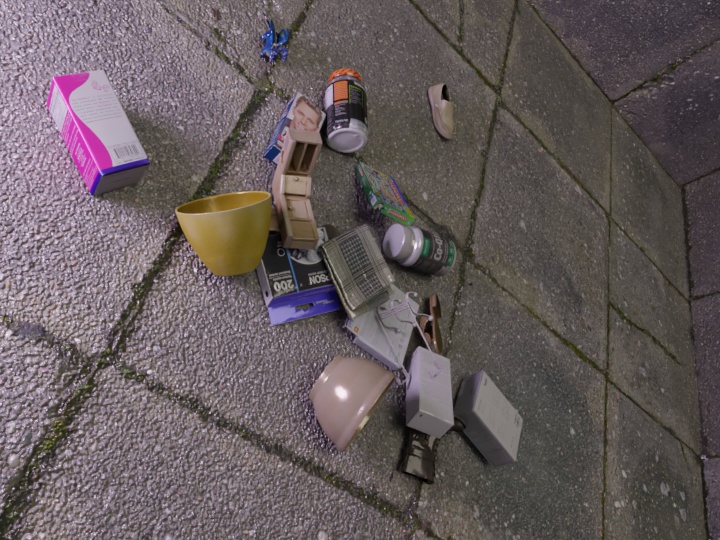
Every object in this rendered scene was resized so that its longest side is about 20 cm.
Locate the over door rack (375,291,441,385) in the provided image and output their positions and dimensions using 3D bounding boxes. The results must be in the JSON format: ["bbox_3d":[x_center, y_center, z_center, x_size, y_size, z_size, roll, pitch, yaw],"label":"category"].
[{"bbox_3d":[0.121,0.165,1.310,0.065,0.147,0.205,-13,80,-34],"label":"over door rack"}]

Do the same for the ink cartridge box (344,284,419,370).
[{"bbox_3d":[0.052,0.121,1.394,0.199,0.040,0.203,38,53,-21],"label":"ink cartridge box"}]

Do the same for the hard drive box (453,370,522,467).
[{"bbox_3d":[0.355,0.409,1.489,0.201,0.076,0.157,51,39,-12],"label":"hard drive box"}]

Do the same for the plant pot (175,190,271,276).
[{"bbox_3d":[-0.273,-0.074,1.126,0.198,0.197,0.146,-25,116,-42],"label":"plant pot"}]

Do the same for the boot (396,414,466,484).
[{"bbox_3d":[0.180,0.446,1.359,0.196,0.069,0.178,18,62,-21],"label":"boot"}]

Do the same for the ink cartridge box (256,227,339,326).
[{"bbox_3d":[-0.144,0.009,1.266,0.194,0.043,0.205,-12,81,-36],"label":"ink cartridge box"}]

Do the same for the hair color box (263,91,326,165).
[{"bbox_3d":[-0.167,-0.352,1.390,0.099,0.060,0.204,33,54,-25],"label":"hair color box"}]

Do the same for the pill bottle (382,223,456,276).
[{"bbox_3d":[0.166,-0.058,1.512,0.196,0.112,0.116,15,63,-34],"label":"pill bottle"}]

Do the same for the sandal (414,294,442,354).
[{"bbox_3d":[0.184,0.154,1.482,0.214,0.068,0.079,-80,151,-51],"label":"sandal"}]

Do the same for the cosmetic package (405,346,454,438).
[{"bbox_3d":[0.172,0.301,1.347,0.099,0.072,0.202,24,37,-13],"label":"cosmetic package"}]

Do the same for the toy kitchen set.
[{"bbox_3d":[-0.172,-0.184,1.214,0.159,0.182,0.204,2,52,-25],"label":"toy kitchen set"}]

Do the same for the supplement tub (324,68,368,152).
[{"bbox_3d":[-0.040,-0.444,1.490,0.120,0.122,0.206,13,65,-34],"label":"supplement tub"}]

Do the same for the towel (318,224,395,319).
[{"bbox_3d":[0.000,0.000,1.335,0.191,0.034,0.204,-27,93,-48],"label":"towel"}]

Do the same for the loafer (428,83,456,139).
[{"bbox_3d":[0.286,-0.548,1.836,0.074,0.068,0.205,-8,78,-40],"label":"loafer"}]

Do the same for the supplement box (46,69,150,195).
[{"bbox_3d":[-0.510,-0.267,1.045,0.100,0.102,0.204,-27,91,-41],"label":"supplement box"}]

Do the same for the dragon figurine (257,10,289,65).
[{"bbox_3d":[-0.225,-0.616,1.420,0.058,0.099,0.206,14,64,-34],"label":"dragon figurine"}]

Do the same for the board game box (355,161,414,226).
[{"bbox_3d":[0.065,-0.214,1.486,0.132,0.029,0.202,21,31,-32],"label":"board game box"}]

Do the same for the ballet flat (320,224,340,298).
[{"bbox_3d":[-0.058,-0.017,1.358,0.046,0.066,0.205,42,28,-79],"label":"ballet flat"}]

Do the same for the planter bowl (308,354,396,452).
[{"bbox_3d":[-0.030,0.273,1.185,0.134,0.202,0.200,35,48,13],"label":"planter bowl"}]
